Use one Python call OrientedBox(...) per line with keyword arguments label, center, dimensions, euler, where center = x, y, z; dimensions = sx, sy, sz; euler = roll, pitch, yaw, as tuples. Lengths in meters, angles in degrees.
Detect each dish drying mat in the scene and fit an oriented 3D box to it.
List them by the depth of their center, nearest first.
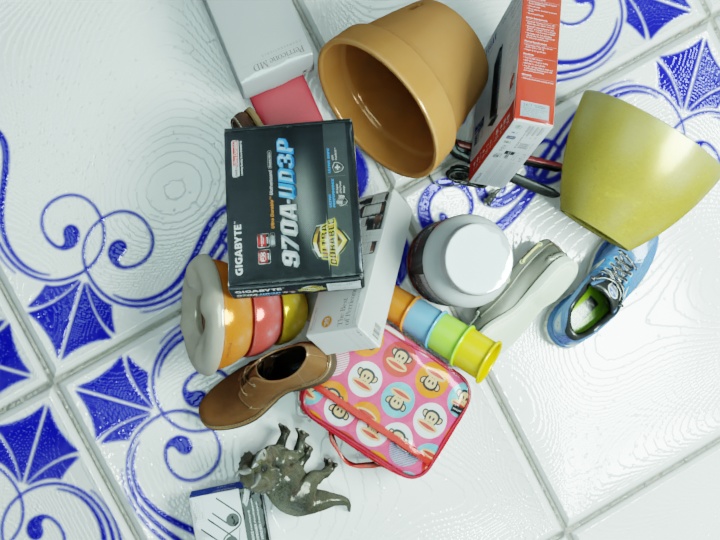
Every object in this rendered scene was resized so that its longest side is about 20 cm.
OrientedBox(label="dish drying mat", center=(-0.089, -0.194, 1.367), dimensions=(0.076, 0.018, 0.202), euler=(-25, 93, -7))

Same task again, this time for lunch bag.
OrientedBox(label="lunch bag", center=(0.023, 0.166, 1.353), dimensions=(0.199, 0.082, 0.178), euler=(32, 90, -3))

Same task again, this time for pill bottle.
OrientedBox(label="pill bottle", center=(0.123, -0.011, 1.300), dimensions=(0.109, 0.200, 0.113), euler=(0, 89, -7))

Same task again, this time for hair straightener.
OrientedBox(label="hair straightener", center=(0.167, -0.124, 1.384), dimensions=(0.197, 0.041, 0.078), euler=(14, 88, -7))

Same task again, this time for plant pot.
OrientedBox(label="plant pot", center=(0.064, -0.235, 1.307), dimensions=(0.140, 0.200, 0.201), euler=(-42, 94, -20))
OrientedBox(label="plant pot", center=(0.329, -0.111, 1.333), dimensions=(0.198, 0.200, 0.143), euler=(31, 95, -6))

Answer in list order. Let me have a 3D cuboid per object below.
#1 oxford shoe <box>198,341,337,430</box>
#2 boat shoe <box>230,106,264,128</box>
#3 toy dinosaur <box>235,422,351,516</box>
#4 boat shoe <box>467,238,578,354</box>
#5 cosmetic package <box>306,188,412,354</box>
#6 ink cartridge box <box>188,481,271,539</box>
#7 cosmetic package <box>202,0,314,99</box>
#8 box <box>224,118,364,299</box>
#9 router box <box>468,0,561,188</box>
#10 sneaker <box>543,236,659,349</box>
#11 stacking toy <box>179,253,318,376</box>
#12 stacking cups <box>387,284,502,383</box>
OrientedBox(label="oxford shoe", center=(-0.129, 0.135, 1.311), dimensions=(0.198, 0.071, 0.072), euler=(-30, 64, 19))
OrientedBox(label="boat shoe", center=(-0.121, -0.101, 1.336), dimensions=(0.070, 0.070, 0.202), euler=(-25, 93, -10))
OrientedBox(label="toy dinosaur", center=(-0.088, 0.260, 1.335), dimensions=(0.103, 0.076, 0.201), euler=(-56, 133, -22))
OrientedBox(label="boat shoe", center=(0.190, 0.045, 1.378), dimensions=(0.202, 0.072, 0.060), euler=(-44, 54, 7))
OrientedBox(label="cosmetic package", center=(0.000, 0.000, 1.297), dimensions=(0.051, 0.082, 0.202), euler=(42, 49, -37))
OrientedBox(label="ink cartridge box", center=(-0.154, 0.373, 1.347), dimensions=(0.092, 0.044, 0.203), euler=(-10, 91, -5))
OrientedBox(label="cosmetic package", center=(-0.140, -0.330, 1.322), dimensions=(0.100, 0.071, 0.202), euler=(-23, 85, -5))
OrientedBox(label="box", center=(-0.078, -0.073, 1.250), dimensions=(0.156, 0.046, 0.203), euler=(-4, 72, 2))
OrientedBox(label="router box", center=(0.185, -0.220, 1.288), dimensions=(0.048, 0.200, 0.182), euler=(9, 73, -7))
OrientedBox(label="sneaker", center=(0.324, 0.021, 1.378), dimensions=(0.078, 0.089, 0.201), euler=(39, 84, -5))
OrientedBox(label="stacking toy", center=(-0.117, 0.052, 1.329), dimensions=(0.197, 0.146, 0.149), euler=(-1, 90, -25))
OrientedBox(label="stacking cups", center=(0.080, 0.067, 1.342), dimensions=(0.198, 0.060, 0.061), euler=(30, 87, 21))
